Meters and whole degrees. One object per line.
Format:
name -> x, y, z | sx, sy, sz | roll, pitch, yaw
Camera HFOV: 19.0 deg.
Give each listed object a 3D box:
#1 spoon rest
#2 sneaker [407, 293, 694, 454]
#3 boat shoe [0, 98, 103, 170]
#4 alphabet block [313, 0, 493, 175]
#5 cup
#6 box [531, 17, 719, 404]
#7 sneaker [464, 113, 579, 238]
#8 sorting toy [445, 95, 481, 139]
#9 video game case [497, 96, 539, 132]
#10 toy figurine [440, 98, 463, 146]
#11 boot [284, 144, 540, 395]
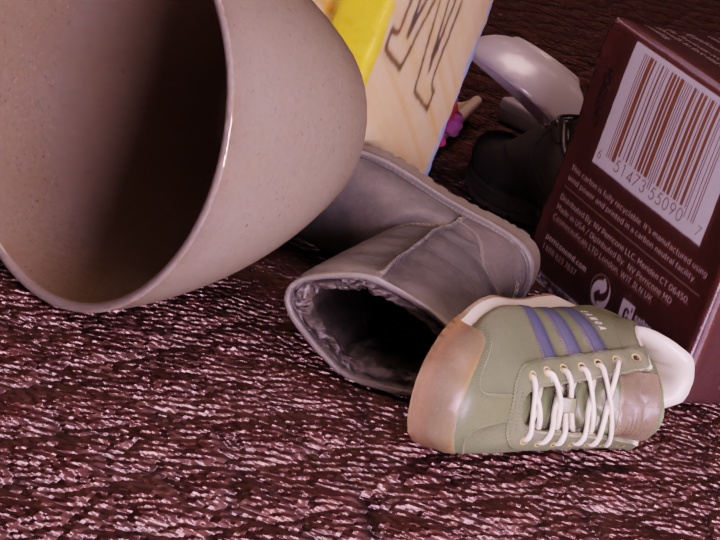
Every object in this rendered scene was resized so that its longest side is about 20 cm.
spoon rest -> 0.149, -0.094, 1.463 | 0.200, 0.061, 0.099 | 33, 3, -4
sneaker -> 0.101, 0.052, 1.024 | 0.090, 0.067, 0.200 | 17, 13, 22
boat shoe -> -0.165, -0.058, 1.159 | 0.200, 0.073, 0.065 | 2, 8, -39
alphabet block -> -0.038, -0.177, 1.305 | 0.195, 0.196, 0.200 | 17, -9, 15
cup -> -0.081, -0.080, 1.067 | 0.143, 0.200, 0.200 | 0, 23, -47
box -> 0.235, -0.030, 1.225 | 0.200, 0.164, 0.166 | 5, 24, -32
sneaker -> 0.130, -0.062, 1.381 | 0.076, 0.091, 0.200 | 5, 18, -24
sorting toy -> -0.018, -0.141, 1.589 | 0.200, 0.036, 0.185 | 18, 17, 8
video game case -> 0.237, -0.096, 1.699 | 0.200, 0.022, 0.182 | -3, 26, -45
toy figurine -> 0.014, -0.147, 1.475 | 0.200, 0.150, 0.184 | 15, 43, -45
boot -> 0.000, -0.002, 1.136 | 0.182, 0.073, 0.200 | 18, 24, 15
